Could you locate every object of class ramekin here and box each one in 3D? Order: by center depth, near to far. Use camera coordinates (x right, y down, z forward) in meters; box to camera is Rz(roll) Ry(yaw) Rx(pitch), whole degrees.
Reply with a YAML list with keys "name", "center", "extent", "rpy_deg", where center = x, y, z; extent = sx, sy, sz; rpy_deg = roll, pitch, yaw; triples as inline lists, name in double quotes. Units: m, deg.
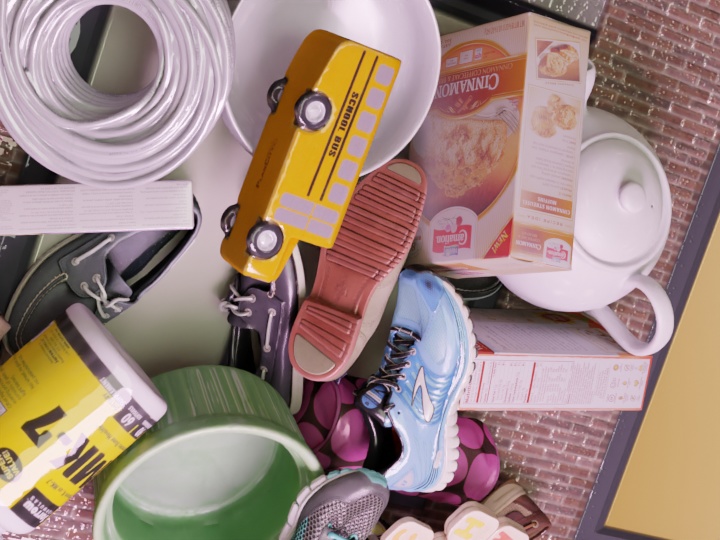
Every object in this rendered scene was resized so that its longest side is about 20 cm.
- name: "ramekin"
  center: [-0.133, 0.175, 1.469]
  extent: [0.198, 0.098, 0.202]
  rpy_deg: [-10, 129, -12]

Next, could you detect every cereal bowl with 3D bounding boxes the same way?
- name: "cereal bowl"
  center: [-0.037, -0.177, 1.450]
  extent: [0.198, 0.083, 0.203]
  rpy_deg: [-7, 108, -24]

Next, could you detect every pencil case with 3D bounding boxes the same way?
- name: "pencil case"
  center: [0.031, 0.148, 1.582]
  extent: [0.199, 0.094, 0.091]
  rpy_deg: [24, 119, -33]

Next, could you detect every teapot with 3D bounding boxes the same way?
- name: "teapot"
  center: [0.206, -0.053, 1.547]
  extent: [0.199, 0.146, 0.199]
  rpy_deg: [28, 77, -23]

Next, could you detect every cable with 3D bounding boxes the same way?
- name: "cable"
  center: [-0.194, -0.168, 1.345]
  extent: [0.198, 0.069, 0.202]
  rpy_deg: [19, 107, -3]

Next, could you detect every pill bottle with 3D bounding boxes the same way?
- name: "pill bottle"
  center: [-0.259, 0.131, 1.365]
  extent: [0.200, 0.114, 0.115]
  rpy_deg: [-41, 119, -4]

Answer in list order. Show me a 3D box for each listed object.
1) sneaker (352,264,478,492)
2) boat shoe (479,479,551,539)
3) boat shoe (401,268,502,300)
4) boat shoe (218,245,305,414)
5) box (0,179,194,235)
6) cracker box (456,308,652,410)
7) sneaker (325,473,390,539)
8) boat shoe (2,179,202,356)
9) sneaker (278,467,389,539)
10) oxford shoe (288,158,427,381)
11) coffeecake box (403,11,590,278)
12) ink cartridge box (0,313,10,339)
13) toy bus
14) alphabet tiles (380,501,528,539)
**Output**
- name: "sneaker"
  center: [0.040, 0.096, 1.471]
  extent: [0.089, 0.078, 0.203]
  rpy_deg: [-5, 104, -35]
- name: "boat shoe"
  center: [0.100, 0.284, 1.638]
  extent: [0.199, 0.072, 0.072]
  rpy_deg: [-38, 160, -26]
- name: "boat shoe"
  center: [0.054, -0.015, 1.558]
  extent: [0.198, 0.057, 0.069]
  rpy_deg: [19, 96, -29]
- name: "boat shoe"
  center: [-0.087, 0.038, 1.497]
  extent: [0.062, 0.073, 0.202]
  rpy_deg: [-11, 115, -23]
- name: "box"
  center: [-0.231, -0.049, 1.383]
  extent: [0.197, 0.039, 0.042]
  rpy_deg: [-3, 93, -8]
- name: "cracker box"
  center: [0.145, 0.080, 1.588]
  extent: [0.198, 0.134, 0.058]
  rpy_deg: [3, 105, -26]
- name: "sneaker"
  center: [-0.003, 0.259, 1.572]
  extent: [0.075, 0.077, 0.200]
  rpy_deg: [-32, 143, 3]
- name: "boat shoe"
  center: [-0.210, 0.003, 1.430]
  extent: [0.200, 0.062, 0.073]
  rpy_deg: [-41, 118, -10]
- name: "sneaker"
  center: [-0.037, 0.249, 1.434]
  extent: [0.077, 0.092, 0.201]
  rpy_deg: [23, 116, -33]
- name: "oxford shoe"
  center: [0.000, 0.000, 1.481]
  extent: [0.201, 0.070, 0.074]
  rpy_deg: [-61, 165, -1]
- name: "coffeecake box"
  center: [0.111, -0.100, 1.471]
  extent: [0.072, 0.153, 0.203]
  rpy_deg: [10, 81, -34]
- name: "ink cartridge box"
  center: [-0.397, 0.065, 1.350]
  extent: [0.164, 0.075, 0.201]
  rpy_deg: [40, 85, -29]
- name: "toy bus"
  center: [-0.043, -0.089, 1.391]
  extent: [0.078, 0.065, 0.202]
  rpy_deg: [17, 97, -30]
- name: "alphabet tiles"
  center: [0.057, 0.288, 1.560]
  extent: [0.200, 0.015, 0.195]
  rpy_deg: [-45, 136, 12]
